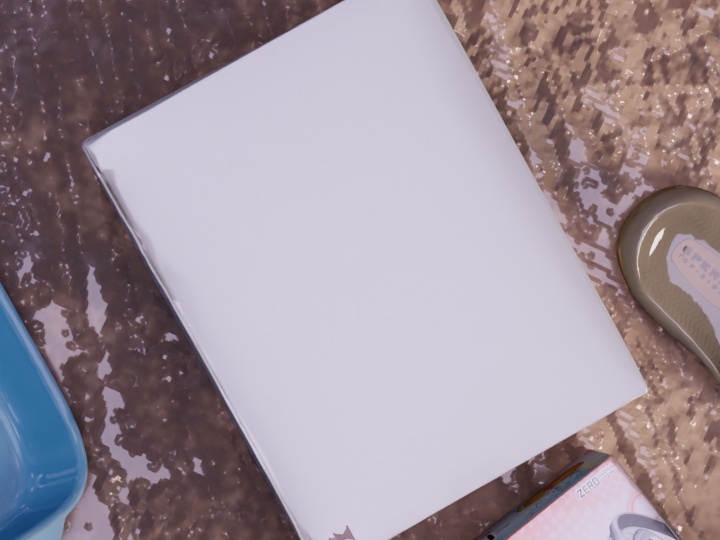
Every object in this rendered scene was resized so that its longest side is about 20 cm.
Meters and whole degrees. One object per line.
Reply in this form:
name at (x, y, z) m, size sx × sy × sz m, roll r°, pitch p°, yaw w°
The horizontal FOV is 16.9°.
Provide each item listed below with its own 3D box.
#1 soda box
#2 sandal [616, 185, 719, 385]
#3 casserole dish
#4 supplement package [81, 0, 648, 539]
soda box at (0.047, 0.164, 1.040) m, size 0.200 × 0.064 × 0.068 m, roll -39°, pitch 91°, yaw -3°
sandal at (0.198, 0.036, 1.055) m, size 0.200 × 0.054 × 0.080 m, roll 38°, pitch 87°, yaw -2°
casserole dish at (-0.195, 0.043, 1.015) m, size 0.121 × 0.039 × 0.200 m, roll -31°, pitch 93°, yaw -47°
supplement package at (0.000, 0.000, 1.017) m, size 0.155 × 0.111 × 0.200 m, roll -29°, pitch 91°, yaw -3°
